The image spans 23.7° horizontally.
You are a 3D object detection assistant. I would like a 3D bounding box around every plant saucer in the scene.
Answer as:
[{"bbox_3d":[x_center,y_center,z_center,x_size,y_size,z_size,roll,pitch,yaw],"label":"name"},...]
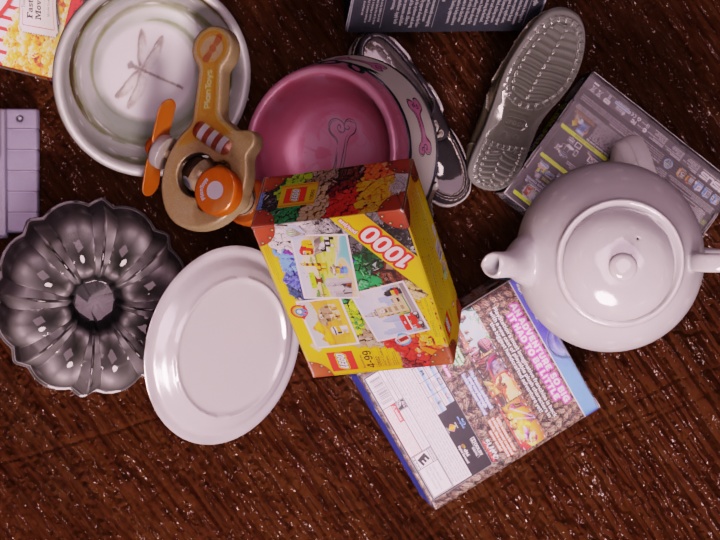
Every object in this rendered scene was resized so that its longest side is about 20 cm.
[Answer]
[{"bbox_3d":[-0.210,-0.196,1.710,0.198,0.050,0.202,-5,107,-17],"label":"plant saucer"}]

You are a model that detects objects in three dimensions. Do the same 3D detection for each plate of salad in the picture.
[{"bbox_3d":[-0.140,0.073,1.709,0.199,0.048,0.202,-13,109,-41],"label":"plate of salad"}]

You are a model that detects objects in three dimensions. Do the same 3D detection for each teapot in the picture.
[{"bbox_3d":[0.245,-0.010,1.629,0.200,0.146,0.197,-45,94,3],"label":"teapot"}]

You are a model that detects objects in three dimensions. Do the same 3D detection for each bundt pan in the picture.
[{"bbox_3d":[-0.263,0.031,1.697,0.200,0.076,0.204,-2,97,-14],"label":"bundt pan"}]

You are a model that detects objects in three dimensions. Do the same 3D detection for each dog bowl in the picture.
[{"bbox_3d":[-0.027,-0.116,1.693,0.199,0.074,0.202,0,90,23],"label":"dog bowl"}]

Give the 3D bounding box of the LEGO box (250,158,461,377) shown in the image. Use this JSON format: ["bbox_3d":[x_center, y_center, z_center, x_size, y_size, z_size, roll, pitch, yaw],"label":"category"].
[{"bbox_3d":[0.000,0.000,1.629,0.148,0.077,0.201,-7,131,17],"label":"LEGO box"}]

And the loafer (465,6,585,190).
[{"bbox_3d":[0.157,-0.181,1.735,0.075,0.070,0.201,21,111,-24],"label":"loafer"}]

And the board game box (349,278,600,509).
[{"bbox_3d":[0.113,0.118,1.747,0.199,0.097,0.160,-30,95,-5],"label":"board game box"}]

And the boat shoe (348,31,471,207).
[{"bbox_3d":[0.053,-0.155,1.752,0.074,0.060,0.201,-27,94,-5],"label":"boat shoe"}]

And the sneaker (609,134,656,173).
[{"bbox_3d":[0.243,-0.032,1.728,0.115,0.074,0.202,-6,94,-9],"label":"sneaker"}]

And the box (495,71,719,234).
[{"bbox_3d":[0.267,-0.084,1.788,0.199,0.044,0.161,36,88,-6],"label":"box"}]

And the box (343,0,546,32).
[{"bbox_3d":[0.081,-0.327,1.706,0.198,0.107,0.150,-2,69,-8],"label":"box"}]

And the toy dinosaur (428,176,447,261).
[{"bbox_3d":[0.023,-0.020,1.755,0.200,0.077,0.102,-43,81,15],"label":"toy dinosaur"}]

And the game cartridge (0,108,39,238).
[{"bbox_3d":[-0.420,-0.097,1.711,0.198,0.038,0.131,-1,87,-7],"label":"game cartridge"}]

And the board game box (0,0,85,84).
[{"bbox_3d":[-0.364,-0.281,1.705,0.198,0.046,0.153,13,90,-7],"label":"board game box"}]

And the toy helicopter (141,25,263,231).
[{"bbox_3d":[-0.155,-0.138,1.674,0.131,0.079,0.202,1,84,26],"label":"toy helicopter"}]
